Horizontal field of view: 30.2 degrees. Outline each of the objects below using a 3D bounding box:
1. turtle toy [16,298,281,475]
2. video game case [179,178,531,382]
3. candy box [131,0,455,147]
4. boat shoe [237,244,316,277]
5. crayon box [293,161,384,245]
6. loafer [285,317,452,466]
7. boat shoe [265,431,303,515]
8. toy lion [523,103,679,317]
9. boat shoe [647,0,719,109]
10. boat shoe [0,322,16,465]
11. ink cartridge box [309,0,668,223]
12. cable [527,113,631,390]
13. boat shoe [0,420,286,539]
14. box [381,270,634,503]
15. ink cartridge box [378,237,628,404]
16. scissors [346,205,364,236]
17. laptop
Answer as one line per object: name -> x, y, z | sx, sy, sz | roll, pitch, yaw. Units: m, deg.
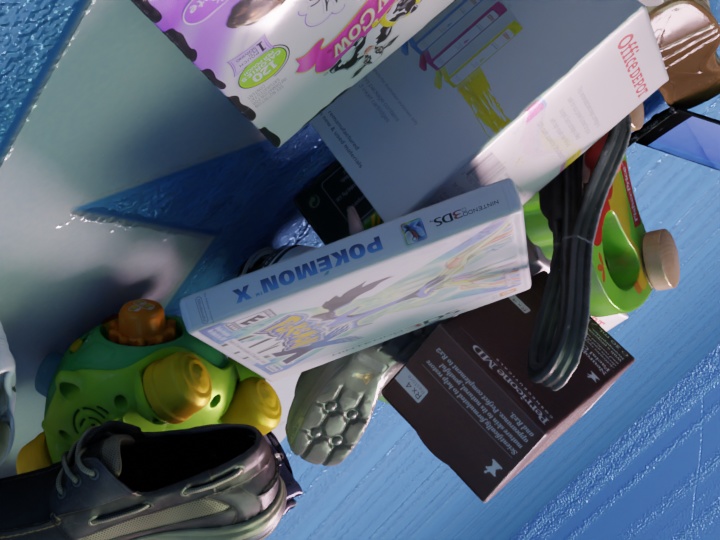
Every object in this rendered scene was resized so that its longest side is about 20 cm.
turtle toy -> -0.129, 0.082, 0.871 | 0.145, 0.102, 0.199 | -30, 152, 21
video game case -> 0.008, 0.013, 0.759 | 0.180, 0.022, 0.200 | -20, 165, 4
candy box -> -0.021, -0.159, 0.579 | 0.167, 0.072, 0.200 | -40, 161, 3
boat shoe -> -0.059, 0.021, 0.921 | 0.072, 0.071, 0.200 | -47, 168, -14
crayon box -> 0.043, -0.052, 0.976 | 0.125, 0.052, 0.200 | -41, 161, 7
loafer -> 0.008, 0.043, 0.929 | 0.069, 0.070, 0.201 | 29, 108, -22
boat shoe -> -0.141, 0.204, 1.158 | 0.199, 0.093, 0.075 | -28, 159, -29
toy lion -> 0.161, -0.060, 0.978 | 0.068, 0.203, 0.191 | -11, -172, 31
boat shoe -> 0.241, -0.182, 1.043 | 0.073, 0.063, 0.200 | -24, 161, 14
boat shoe -> -0.233, 0.091, 0.767 | 0.070, 0.070, 0.201 | -26, 158, -32
ink cartridge box -> 0.073, -0.121, 0.755 | 0.199, 0.126, 0.128 | -40, 161, 7
cable -> 0.139, -0.024, 0.804 | 0.050, 0.202, 0.097 | 21, 140, -23
boat shoe -> -0.142, 0.121, 0.766 | 0.197, 0.075, 0.074 | -8, 123, -9
box -> 0.108, 0.073, 0.929 | 0.075, 0.100, 0.199 | -52, 166, 28
ink cartridge box -> 0.099, 0.035, 1.109 | 0.199, 0.085, 0.145 | -36, 139, 27
scissors -> 0.000, 0.000, 0.916 | 0.073, 0.014, 0.200 | -38, 162, 8
laptop -> 0.259, -0.074, 1.171 | 0.199, 0.104, 0.177 | -37, 177, -2
